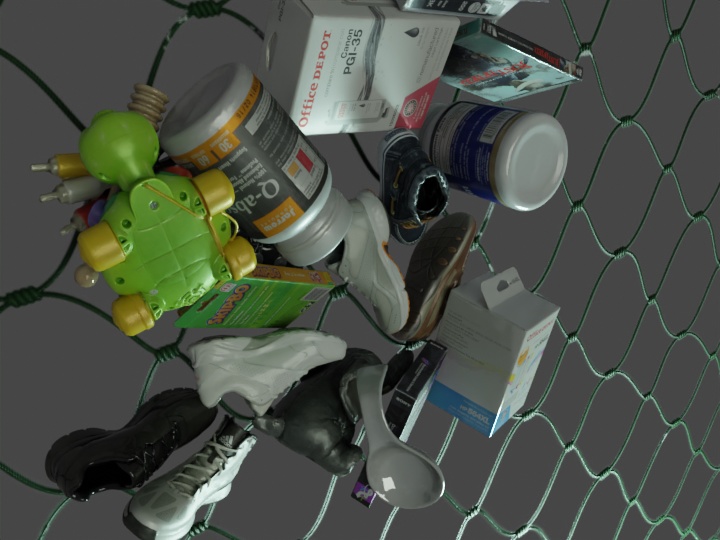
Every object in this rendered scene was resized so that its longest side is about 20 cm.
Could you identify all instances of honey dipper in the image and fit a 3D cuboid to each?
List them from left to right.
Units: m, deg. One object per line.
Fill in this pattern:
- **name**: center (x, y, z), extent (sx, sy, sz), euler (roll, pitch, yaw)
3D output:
- **honey dipper**: center (-0.237, -0.082, 0.688), extent (0.038, 0.038, 0.203), euler (24, 82, -39)

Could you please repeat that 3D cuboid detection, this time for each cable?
- **cable**: center (-0.229, -0.098, 0.731), extent (0.198, 0.050, 0.099), euler (-28, 115, -25)

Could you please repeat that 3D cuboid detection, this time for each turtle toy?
- **turtle toy**: center (-0.189, -0.048, 0.647), extent (0.144, 0.101, 0.202), euler (-28, 130, -20)

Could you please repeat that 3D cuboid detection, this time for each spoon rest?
- **spoon rest**: center (0.039, 0.217, 0.872), extent (0.061, 0.098, 0.203), euler (-60, 133, -62)

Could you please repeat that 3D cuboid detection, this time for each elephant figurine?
- **elephant figurine**: center (-0.026, 0.155, 0.940), extent (0.202, 0.140, 0.155), euler (-60, 171, -13)

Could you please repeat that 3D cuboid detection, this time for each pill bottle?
- **pill bottle**: center (-0.101, -0.102, 0.731), extent (0.117, 0.116, 0.200), euler (-50, 125, -10)
- **pill bottle**: center (0.154, -0.154, 0.900), extent (0.114, 0.199, 0.118), euler (-13, 115, -30)

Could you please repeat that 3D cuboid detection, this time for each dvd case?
- **dvd case**: center (0.168, -0.263, 0.908), extent (0.198, 0.145, 0.022), euler (7, 85, -38)

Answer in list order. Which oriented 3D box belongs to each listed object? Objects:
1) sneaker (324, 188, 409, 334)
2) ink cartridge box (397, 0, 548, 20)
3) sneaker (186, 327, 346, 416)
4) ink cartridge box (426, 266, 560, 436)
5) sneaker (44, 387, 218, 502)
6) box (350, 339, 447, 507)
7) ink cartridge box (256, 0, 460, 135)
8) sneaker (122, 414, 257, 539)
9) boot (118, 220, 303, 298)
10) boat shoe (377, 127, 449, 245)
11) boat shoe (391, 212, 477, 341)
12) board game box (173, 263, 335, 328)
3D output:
- **sneaker**: center (0.000, 0.000, 0.933), extent (0.091, 0.076, 0.203), euler (-24, 112, -18)
- **ink cartridge box**: center (0.101, -0.381, 0.809), extent (0.197, 0.043, 0.201), euler (-7, 71, -32)
- **sneaker**: center (-0.109, 0.123, 0.863), extent (0.196, 0.078, 0.101), euler (-5, 88, -19)
- **ink cartridge box**: center (0.189, 0.106, 1.024), extent (0.128, 0.124, 0.203), euler (-22, 132, -51)
- **sneaker**: center (-0.247, 0.203, 0.804), extent (0.198, 0.090, 0.077), euler (-25, 118, -29)
- **box**: center (0.054, 0.210, 0.982), extent (0.143, 0.036, 0.202), euler (-43, 157, -59)
- **ink cartridge box**: center (-0.006, -0.236, 0.797), extent (0.197, 0.083, 0.148), euler (-12, 139, -33)
- **sneaker**: center (-0.188, 0.224, 0.812), extent (0.117, 0.075, 0.200), euler (-60, 168, 12)
- **boot**: center (-0.162, -0.001, 0.817), extent (0.198, 0.066, 0.167), euler (7, 116, -48)
- **boat shoe**: center (0.067, -0.078, 0.897), extent (0.070, 0.091, 0.201), euler (-27, 145, -9)
- **boat shoe**: center (0.109, 0.012, 1.014), extent (0.071, 0.076, 0.202), euler (26, 98, -45)
- **board game box**: center (-0.118, 0.031, 0.806), extent (0.095, 0.030, 0.199), euler (-39, 161, 22)
